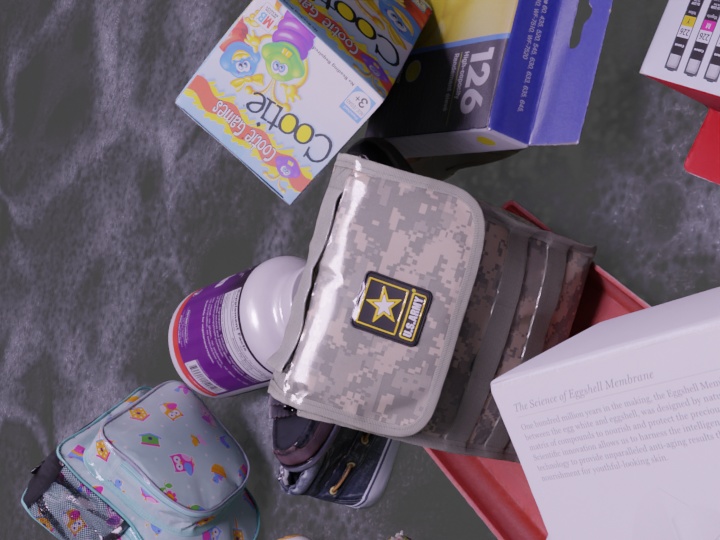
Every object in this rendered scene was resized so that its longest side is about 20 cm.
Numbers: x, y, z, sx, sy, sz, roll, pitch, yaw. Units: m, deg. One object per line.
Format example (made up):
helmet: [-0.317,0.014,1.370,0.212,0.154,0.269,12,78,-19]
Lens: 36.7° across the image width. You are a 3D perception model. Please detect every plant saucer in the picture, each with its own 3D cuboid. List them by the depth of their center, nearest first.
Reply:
plant saucer: [0.127,0.080,0.792,0.200,0.036,0.202,46,116,50]

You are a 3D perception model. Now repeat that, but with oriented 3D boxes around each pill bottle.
pill bottle: [-0.092,0.053,1.031,0.199,0.111,0.114,-20,63,48]

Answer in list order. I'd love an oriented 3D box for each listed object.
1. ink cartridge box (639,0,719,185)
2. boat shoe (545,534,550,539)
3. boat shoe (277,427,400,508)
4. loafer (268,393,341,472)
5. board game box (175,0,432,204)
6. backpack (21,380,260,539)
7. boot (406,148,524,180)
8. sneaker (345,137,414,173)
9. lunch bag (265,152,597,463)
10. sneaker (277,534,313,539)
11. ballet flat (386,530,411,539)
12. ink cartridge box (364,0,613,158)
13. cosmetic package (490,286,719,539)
ink cartridge box: [0.271,-0.122,0.627,0.199,0.083,0.178,33,105,52]
boat shoe: [0.156,0.176,0.687,0.068,0.073,0.202,43,113,55]
boat shoe: [-0.002,0.101,0.912,0.070,0.090,0.203,20,94,53]
loafer: [-0.041,0.064,0.882,0.071,0.063,0.202,-14,43,34]
board game box: [-0.031,-0.154,0.764,0.103,0.105,0.201,-43,12,30]
backpack: [-0.190,0.220,1.038,0.153,0.176,0.201,-40,87,27]
boot: [0.081,-0.165,0.912,0.199,0.072,0.158,-21,61,51]
sneaker: [0.000,0.000,0.821,0.076,0.113,0.203,-6,92,52]
lunch bag: [0.043,0.028,0.726,0.117,0.198,0.167,20,93,54]
sneaker: [-0.065,0.335,0.931,0.088,0.074,0.203,11,88,53]
ballet flat: [-0.023,0.278,0.865,0.198,0.076,0.064,-33,50,9]
ink cartridge box: [0.097,-0.187,0.811,0.199,0.047,0.201,1,73,53]
cosmetic package: [0.202,0.111,0.550,0.198,0.122,0.203,-22,90,47]
